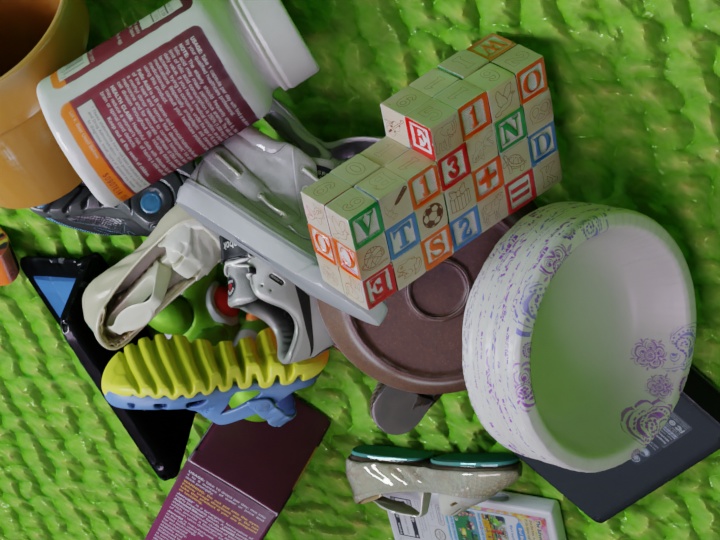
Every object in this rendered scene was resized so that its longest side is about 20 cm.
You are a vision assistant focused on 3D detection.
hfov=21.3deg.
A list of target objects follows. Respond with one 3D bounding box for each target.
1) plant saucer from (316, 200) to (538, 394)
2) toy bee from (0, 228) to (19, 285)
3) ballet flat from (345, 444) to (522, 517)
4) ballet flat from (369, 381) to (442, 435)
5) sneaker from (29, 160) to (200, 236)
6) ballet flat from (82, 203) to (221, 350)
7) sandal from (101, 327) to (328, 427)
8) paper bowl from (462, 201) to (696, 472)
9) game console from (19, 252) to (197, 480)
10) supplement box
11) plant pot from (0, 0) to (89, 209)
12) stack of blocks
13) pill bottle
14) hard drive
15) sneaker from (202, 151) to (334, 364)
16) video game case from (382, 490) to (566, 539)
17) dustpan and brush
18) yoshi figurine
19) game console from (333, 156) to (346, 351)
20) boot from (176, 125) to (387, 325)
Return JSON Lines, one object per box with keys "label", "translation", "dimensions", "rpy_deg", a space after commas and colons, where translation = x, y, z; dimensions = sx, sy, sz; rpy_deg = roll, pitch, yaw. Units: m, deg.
{"label": "plant saucer", "translation": [0.062, 0.010, 1.538], "dimensions": [0.198, 0.035, 0.202], "rpy_deg": [0, 107, 0]}
{"label": "toy bee", "translation": [-0.430, -0.022, 1.881], "dimensions": [0.198, 0.109, 0.132], "rpy_deg": [7, 128, -6]}
{"label": "ballet flat", "translation": [0.071, 0.197, 1.767], "dimensions": [0.199, 0.067, 0.063], "rpy_deg": [0, 96, 42]}
{"label": "ballet flat", "translation": [0.081, 0.056, 1.595], "dimensions": [0.067, 0.046, 0.200], "rpy_deg": [40, 101, -10]}
{"label": "sneaker", "translation": [-0.201, -0.066, 1.714], "dimensions": [0.198, 0.074, 0.082], "rpy_deg": [9, 167, 15]}
{"label": "ballet flat", "translation": [-0.162, -0.002, 1.641], "dimensions": [0.069, 0.070, 0.200], "rpy_deg": [44, 113, -11]}
{"label": "sandal", "translation": [-0.127, 0.104, 1.681], "dimensions": [0.198, 0.080, 0.088], "rpy_deg": [-2, 130, -8]}
{"label": "paper bowl", "translation": [0.158, 0.047, 1.477], "dimensions": [0.104, 0.201, 0.202], "rpy_deg": [11, 137, 50]}
{"label": "game console", "translation": [-0.253, 0.093, 1.835], "dimensions": [0.116, 0.176, 0.201], "rpy_deg": [-21, 119, 19]}
{"label": "supplement box", "translation": [-0.125, 0.213, 1.864], "dimensions": [0.103, 0.131, 0.200], "rpy_deg": [31, 139, 1]}
{"label": "plant pot", "translation": [-0.304, -0.156, 1.609], "dimensions": [0.199, 0.201, 0.184], "rpy_deg": [11, 150, 24]}
{"label": "stack of blocks", "translation": [0.053, -0.075, 1.426], "dimensions": [0.058, 0.199, 0.116], "rpy_deg": [32, 147, 43]}
{"label": "pill bottle", "translation": [-0.139, -0.146, 1.488], "dimensions": [0.199, 0.114, 0.115], "rpy_deg": [-30, 115, 3]}
{"label": "hard drive", "translation": [0.215, 0.131, 1.641], "dimensions": [0.139, 0.033, 0.200], "rpy_deg": [40, 138, -6]}
{"label": "sneaker", "translation": [-0.083, -0.016, 1.570], "dimensions": [0.201, 0.088, 0.074], "rpy_deg": [58, 149, -4]}
{"label": "video game case", "translation": [0.121, 0.285, 1.852], "dimensions": [0.181, 0.024, 0.201], "rpy_deg": [7, 130, 28]}
{"label": "dustpan and brush", "translation": [-0.011, -0.078, 1.559], "dimensions": [0.200, 0.057, 0.140], "rpy_deg": [47, 119, 2]}
{"label": "yoshi figurine", "translation": [-0.137, 0.075, 1.770], "dimensions": [0.199, 0.113, 0.112], "rpy_deg": [27, 154, 4]}
{"label": "game console", "translation": [0.000, 0.000, 1.670], "dimensions": [0.199, 0.119, 0.172], "rpy_deg": [34, 170, 1]}
{"label": "boot", "translation": [-0.044, -0.044, 1.498], "dimensions": [0.199, 0.096, 0.074], "rpy_deg": [33, 173, 17]}
